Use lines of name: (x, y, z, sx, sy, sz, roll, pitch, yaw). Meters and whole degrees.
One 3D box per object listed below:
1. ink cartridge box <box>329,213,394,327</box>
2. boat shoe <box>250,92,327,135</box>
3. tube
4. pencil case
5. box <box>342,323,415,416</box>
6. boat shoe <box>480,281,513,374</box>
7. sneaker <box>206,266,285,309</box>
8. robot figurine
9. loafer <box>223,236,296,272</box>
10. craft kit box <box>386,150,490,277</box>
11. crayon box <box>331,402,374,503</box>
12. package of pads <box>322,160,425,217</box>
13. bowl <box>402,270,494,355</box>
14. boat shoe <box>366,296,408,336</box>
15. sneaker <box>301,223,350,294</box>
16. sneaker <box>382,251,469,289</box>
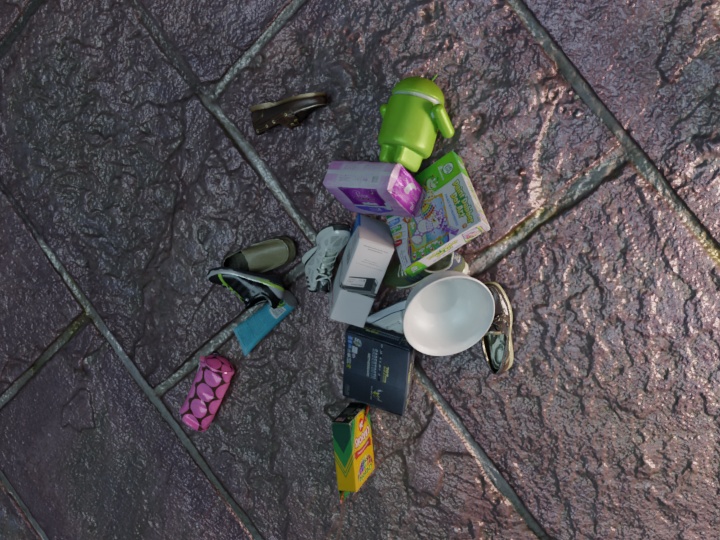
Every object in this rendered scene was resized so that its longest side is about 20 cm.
ink cartridge box: (0.000, 0.000, 1.600, 0.084, 0.145, 0.201, 17, 114, -9)
boat shoe: (-0.159, -0.352, 1.648, 0.199, 0.070, 0.071, -7, 91, 31)
tube: (-0.237, 0.124, 1.788, 0.200, 0.050, 0.078, -39, 63, 26)
pencil case: (-0.396, 0.312, 1.867, 0.093, 0.091, 0.201, 18, 108, -20)
box: (0.041, 0.223, 1.667, 0.157, 0.051, 0.201, 16, 126, 17)
boat shoe: (0.291, 0.126, 1.573, 0.073, 0.065, 0.202, -10, 97, 23)
sneaker: (-0.272, 0.046, 1.714, 0.198, 0.072, 0.083, 9, 77, 10)
robot figurine: (0.105, -0.309, 1.513, 0.175, 0.115, 0.202, 11, 84, 47)
loafer: (-0.244, -0.027, 1.747, 0.199, 0.067, 0.077, -17, 97, 25)
craft kit box: (0.152, -0.119, 1.533, 0.197, 0.048, 0.201, -32, 53, 21)
crayon box: (-0.014, 0.429, 1.721, 0.050, 0.127, 0.202, -1, 102, 21)
package of pads: (0.026, -0.174, 1.550, 0.199, 0.120, 0.076, 9, 69, 43)
bowl: (0.175, 0.074, 1.541, 0.199, 0.091, 0.202, -5, 123, -8)
boat shoe: (0.088, 0.116, 1.645, 0.201, 0.075, 0.087, -27, 90, 26)
sneaker: (-0.068, -0.015, 1.628, 0.201, 0.075, 0.116, -48, 45, 52)
sneaker: (0.129, -0.013, 1.586, 0.199, 0.090, 0.068, -6, 63, 19)
